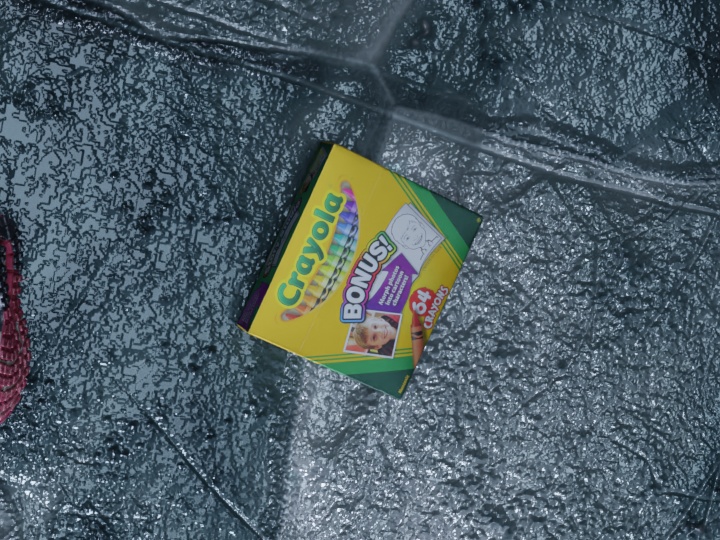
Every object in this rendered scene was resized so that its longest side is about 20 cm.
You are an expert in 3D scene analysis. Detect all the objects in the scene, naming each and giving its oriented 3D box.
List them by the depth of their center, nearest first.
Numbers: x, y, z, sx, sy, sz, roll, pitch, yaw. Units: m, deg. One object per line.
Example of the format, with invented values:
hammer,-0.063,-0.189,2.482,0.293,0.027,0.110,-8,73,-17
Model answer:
sneaker,-0.348,0.047,1.581,0.074,0.081,0.201,1,99,11
crayon box,0.000,0.000,1.690,0.172,0.058,0.201,24,90,-20
